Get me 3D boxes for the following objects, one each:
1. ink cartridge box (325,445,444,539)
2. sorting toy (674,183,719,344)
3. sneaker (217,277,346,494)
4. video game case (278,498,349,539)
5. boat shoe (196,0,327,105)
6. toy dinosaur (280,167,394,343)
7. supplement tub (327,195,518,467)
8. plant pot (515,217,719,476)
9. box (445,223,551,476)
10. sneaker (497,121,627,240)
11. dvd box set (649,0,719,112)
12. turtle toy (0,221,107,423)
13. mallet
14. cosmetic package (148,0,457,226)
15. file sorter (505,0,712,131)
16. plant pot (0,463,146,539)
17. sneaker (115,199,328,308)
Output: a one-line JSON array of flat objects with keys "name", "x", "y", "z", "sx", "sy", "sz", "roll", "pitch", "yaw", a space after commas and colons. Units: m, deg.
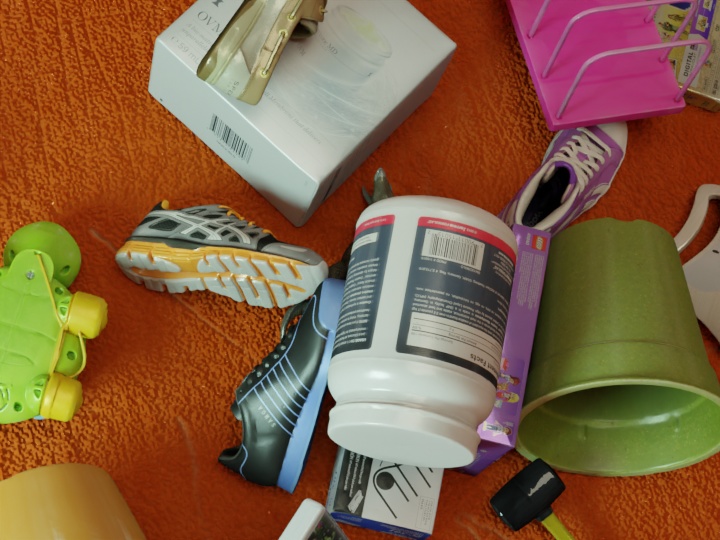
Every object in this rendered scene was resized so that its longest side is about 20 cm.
[{"name": "ink cartridge box", "x": 0.033, "y": 0.135, "z": 1.488, "sx": 0.094, "sy": 0.044, "sz": 0.200, "roll": 15, "pitch": 70, "yaw": -8}, {"name": "sorting toy", "x": 0.385, "y": -0.005, "z": 1.586, "sx": 0.180, "sy": 0.107, "sz": 0.200, "roll": 26, "pitch": 68, "yaw": 19}, {"name": "sneaker", "x": -0.066, "y": 0.095, "z": 1.436, "sx": 0.078, "sy": 0.070, "sz": 0.200, "roll": 18, "pitch": 100, "yaw": 3}, {"name": "video game case", "x": -0.061, "y": 0.311, "z": 1.354, "sx": 0.023, "sy": 0.182, "sz": 0.200, "roll": 21, "pitch": 66, "yaw": 32}, {"name": "boat shoe", "x": -0.067, "y": -0.228, "z": 1.448, "sx": 0.066, "sy": 0.074, "sz": 0.200, "roll": 38, "pitch": 71, "yaw": -11}, {"name": "toy dinosaur", "x": 0.000, "y": 0.000, "z": 1.505, "sx": 0.077, "sy": 0.102, "sz": 0.200, "roll": 31, "pitch": 76, "yaw": -1}, {"name": "supplement tub", "x": 0.050, "y": 0.051, "z": 1.368, "sx": 0.140, "sy": 0.140, "sz": 0.200, "roll": 13, "pitch": 70, "yaw": -6}, {"name": "plant pot", "x": 0.232, "y": 0.061, "z": 1.491, "sx": 0.200, "sy": 0.200, "sz": 0.190, "roll": 7, "pitch": 58, "yaw": -9}, {"name": "box", "x": 0.120, "y": 0.073, "z": 1.475, "sx": 0.039, "sy": 0.137, "sz": 0.200, "roll": 14, "pitch": 70, "yaw": -6}, {"name": "sneaker", "x": 0.203, "y": -0.092, "z": 1.557, "sx": 0.073, "sy": 0.114, "sz": 0.200, "roll": 36, "pitch": 69, "yaw": 4}, {"name": "dvd box set", "x": 0.288, "y": -0.257, "z": 1.667, "sx": 0.200, "sy": 0.029, "sz": 0.146, "roll": 18, "pitch": 70, "yaw": -5}, {"name": "turtle toy", "x": -0.294, "y": 0.047, "z": 1.424, "sx": 0.146, "sy": 0.101, "sz": 0.200, "roll": 17, "pitch": 70, "yaw": -5}, {"name": "mallet", "x": 0.193, "y": 0.267, "z": 1.483, "sx": 0.066, "sy": 0.041, "sz": 0.200, "roll": -33, "pitch": 90, "yaw": 1}, {"name": "cosmetic package", "x": -0.055, "y": -0.190, "z": 1.535, "sx": 0.199, "sy": 0.123, "sz": 0.200, "roll": 42, "pitch": 69, "yaw": 4}, {"name": "file sorter", "x": 0.231, "y": -0.256, "z": 1.557, "sx": 0.139, "sy": 0.125, "sz": 0.200, "roll": -9, "pitch": 66, "yaw": -15}, {"name": "plant pot", "x": -0.239, "y": 0.265, "z": 1.330, "sx": 0.200, "sy": 0.200, "sz": 0.183, "roll": -14, "pitch": 60, "yaw": -15}, {"name": "sneaker", "x": -0.120, "y": -0.022, "z": 1.468, "sx": 0.200, "sy": 0.078, "sz": 0.077, "roll": 9, "pitch": 57, "yaw": 20}]
